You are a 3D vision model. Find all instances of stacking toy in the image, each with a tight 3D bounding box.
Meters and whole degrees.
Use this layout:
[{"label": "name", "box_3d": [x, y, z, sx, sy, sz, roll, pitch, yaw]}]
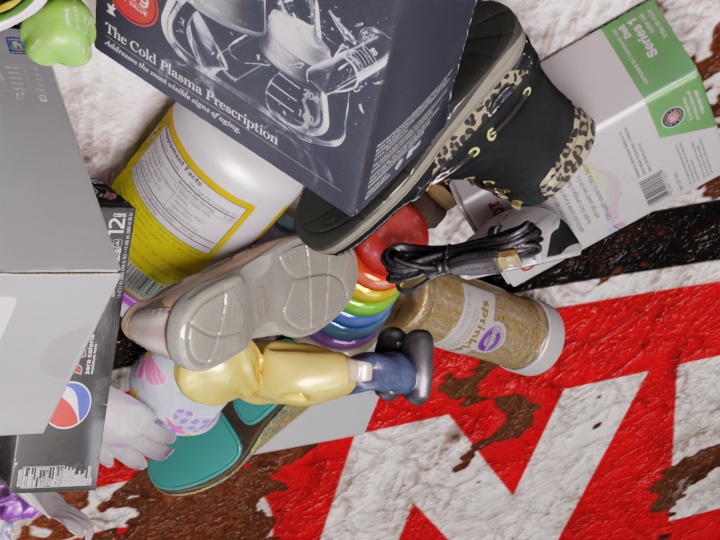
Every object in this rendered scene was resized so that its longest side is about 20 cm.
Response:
[{"label": "stacking toy", "box_3d": [0.000, 0.000, 1.273, 0.085, 0.086, 0.200, -12, 163, -19]}]

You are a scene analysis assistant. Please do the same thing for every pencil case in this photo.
[{"label": "pencil case", "box_3d": [-0.109, 0.039, 1.309, 0.083, 0.091, 0.200, 19, 129, -19]}]

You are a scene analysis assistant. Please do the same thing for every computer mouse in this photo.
[{"label": "computer mouse", "box_3d": [0.099, -0.020, 1.206, 0.109, 0.044, 0.200, -14, 178, 24]}]

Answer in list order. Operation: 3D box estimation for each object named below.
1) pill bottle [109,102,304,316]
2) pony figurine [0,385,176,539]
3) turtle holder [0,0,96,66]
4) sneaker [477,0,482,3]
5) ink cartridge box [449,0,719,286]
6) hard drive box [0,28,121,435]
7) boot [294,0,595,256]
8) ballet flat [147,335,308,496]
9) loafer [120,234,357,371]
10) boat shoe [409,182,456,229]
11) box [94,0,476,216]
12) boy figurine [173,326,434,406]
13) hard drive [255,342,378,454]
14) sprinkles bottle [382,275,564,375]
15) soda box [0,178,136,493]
[{"label": "pill bottle", "box_3d": [-0.104, -0.058, 1.157, 0.104, 0.105, 0.200, 13, 131, -43]}, {"label": "pony figurine", "box_3d": [-0.262, 0.132, 1.264, 0.200, 0.193, 0.167, -51, 178, 27]}, {"label": "turtle holder", "box_3d": [-0.211, -0.182, 0.891, 0.140, 0.132, 0.186, -13, 145, -18]}, {"label": "sneaker", "box_3d": [0.002, -0.169, 1.103, 0.198, 0.077, 0.085, -19, 151, -8]}, {"label": "ink cartridge box", "box_3d": [0.168, -0.093, 1.303, 0.199, 0.084, 0.145, -29, 146, 7]}, {"label": "hard drive box", "box_3d": [-0.227, -0.025, 1.036, 0.076, 0.201, 0.156, 0, 139, -33]}, {"label": "boot", "box_3d": [0.064, -0.068, 1.157, 0.204, 0.074, 0.154, -48, 140, 6]}, {"label": "ballet flat", "box_3d": [-0.093, 0.122, 1.409, 0.200, 0.071, 0.070, -42, 143, 23]}, {"label": "loafer", "box_3d": [-0.078, 0.014, 1.138, 0.199, 0.062, 0.073, -21, 117, -54]}, {"label": "boat shoe", "box_3d": [0.011, -0.075, 1.238, 0.070, 0.071, 0.200, -34, 146, 6]}, {"label": "box", "box_3d": [-0.041, -0.166, 0.945, 0.104, 0.199, 0.183, -44, 160, -36]}, {"label": "boy figurine", "box_3d": [-0.049, 0.067, 1.223, 0.199, 0.065, 0.124, 6, 178, -32]}, {"label": "hard drive", "box_3d": [-0.076, 0.116, 1.489, 0.198, 0.026, 0.132, -8, 143, -23]}, {"label": "sprinkles bottle", "box_3d": [0.093, 0.040, 1.455, 0.068, 0.069, 0.199, -42, 143, 25]}, {"label": "soda box", "box_3d": [-0.202, 0.042, 1.124, 0.063, 0.071, 0.202, 1, 108, -32]}]
